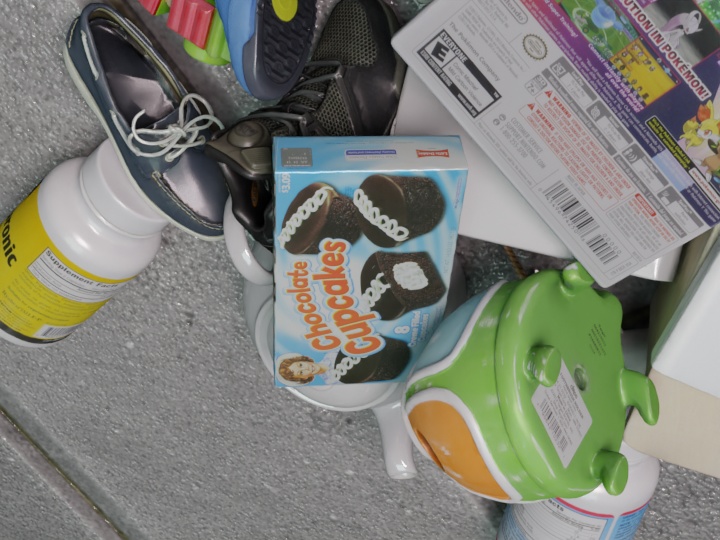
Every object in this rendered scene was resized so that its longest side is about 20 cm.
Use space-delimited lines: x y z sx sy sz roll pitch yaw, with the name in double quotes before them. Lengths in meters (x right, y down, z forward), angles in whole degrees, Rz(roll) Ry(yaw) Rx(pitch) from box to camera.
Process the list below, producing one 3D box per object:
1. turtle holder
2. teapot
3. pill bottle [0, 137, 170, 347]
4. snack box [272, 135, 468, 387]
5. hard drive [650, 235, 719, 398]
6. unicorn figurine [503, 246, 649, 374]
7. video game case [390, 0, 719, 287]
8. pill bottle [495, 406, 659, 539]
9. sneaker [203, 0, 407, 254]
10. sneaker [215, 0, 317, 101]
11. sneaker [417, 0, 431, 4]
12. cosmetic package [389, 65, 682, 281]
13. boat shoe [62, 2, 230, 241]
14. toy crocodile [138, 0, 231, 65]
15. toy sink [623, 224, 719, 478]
"turtle holder" 0.103 0.061 0.702 0.131 0.186 0.141 -16 138 38
"teapot" -0.016 0.036 0.852 0.199 0.146 0.198 20 127 6
"pill bottle" -0.237 -0.026 0.909 0.111 0.111 0.200 45 125 -14
"snack box" 0.000 0.000 0.708 0.116 0.037 0.200 -2 136 -6
"hard drive" 0.275 0.003 0.632 0.131 0.027 0.201 23 123 3
"unicorn figurine" 0.193 0.068 0.828 0.199 0.138 0.074 11 138 -12
"video game case" 0.143 -0.106 0.592 0.200 0.023 0.182 48 128 -9
"pill bottle" 0.185 0.184 0.907 0.108 0.109 0.201 17 127 8
"sneaker" -0.035 -0.106 0.731 0.076 0.200 0.114 12 173 41
"sneaker" -0.076 -0.207 0.710 0.078 0.066 0.201 -4 83 28
"sneaker" 0.058 -0.218 0.671 0.199 0.070 0.094 9 136 47
"cosmetic package" 0.121 -0.067 0.726 0.199 0.081 0.113 17 95 25
"boat shoe" -0.152 -0.113 0.824 0.200 0.075 0.062 60 156 -3
"toy crocodile" -0.133 -0.202 0.765 0.200 0.062 0.068 40 130 14
"toy sink" 0.271 0.031 0.732 0.130 0.112 0.201 17 122 7
